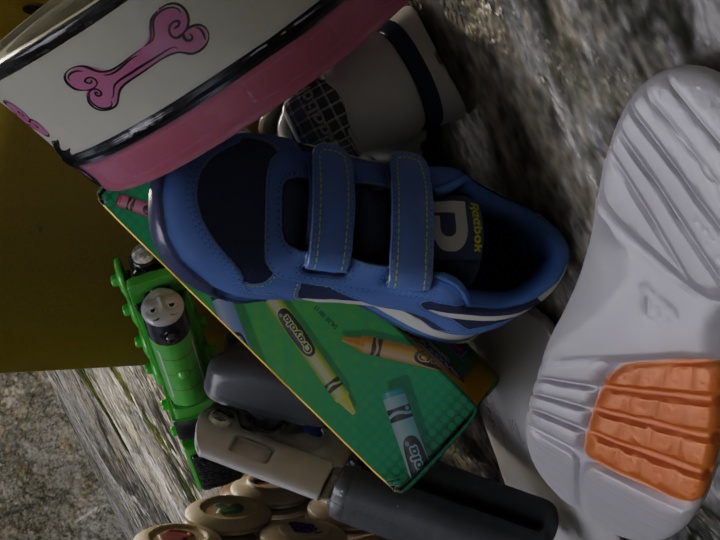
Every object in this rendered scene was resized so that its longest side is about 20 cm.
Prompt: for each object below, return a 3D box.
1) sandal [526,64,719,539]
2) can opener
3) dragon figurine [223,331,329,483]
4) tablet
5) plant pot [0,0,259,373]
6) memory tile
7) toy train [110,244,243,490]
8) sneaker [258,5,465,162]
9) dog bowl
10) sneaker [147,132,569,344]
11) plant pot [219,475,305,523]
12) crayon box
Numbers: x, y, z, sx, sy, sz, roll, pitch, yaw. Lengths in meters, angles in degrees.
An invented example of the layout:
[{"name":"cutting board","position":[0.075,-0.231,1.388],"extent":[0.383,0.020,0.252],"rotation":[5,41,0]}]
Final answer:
[{"name":"sandal","position":[0.119,0.013,0.716],"extent":[0.079,0.059,0.208],"rotation":[34,133,26]},{"name":"can opener","position":[0.008,0.098,1.025],"extent":[0.199,0.053,0.067],"rotation":[19,126,9]},{"name":"dragon figurine","position":[-0.024,0.053,1.098],"extent":[0.059,0.099,0.201],"rotation":[-131,20,-85]},{"name":"tablet","position":[0.089,0.082,1.025],"extent":[0.130,0.014,0.201],"rotation":[39,155,55]},{"name":"plant pot","position":[-0.150,-0.073,1.149],"extent":[0.200,0.199,0.177],"rotation":[-117,30,-53]},{"name":"memory tile","position":[-0.019,0.142,1.111],"extent":[0.152,0.200,0.017],"rotation":[11,107,27]},{"name":"toy train","position":[-0.096,0.057,1.080],"extent":[0.200,0.041,0.057],"rotation":[78,173,-56]},{"name":"sneaker","position":[-0.014,-0.070,0.953],"extent":[0.077,0.080,0.200],"rotation":[57,167,5]},{"name":"dog bowl","position":[-0.057,-0.109,0.802],"extent":[0.074,0.200,0.200],"rotation":[55,168,-15]},{"name":"sneaker","position":[0.003,-0.019,0.840],"extent":[0.082,0.199,0.075],"rotation":[-13,71,51]},{"name":"plant pot","position":[0.001,0.200,1.218],"extent":[0.201,0.092,0.201],"rotation":[54,-159,-32]},{"name":"crayon box","position":[-0.025,0.010,0.959],"extent":[0.200,0.058,0.119],"rotation":[44,-171,4]}]
